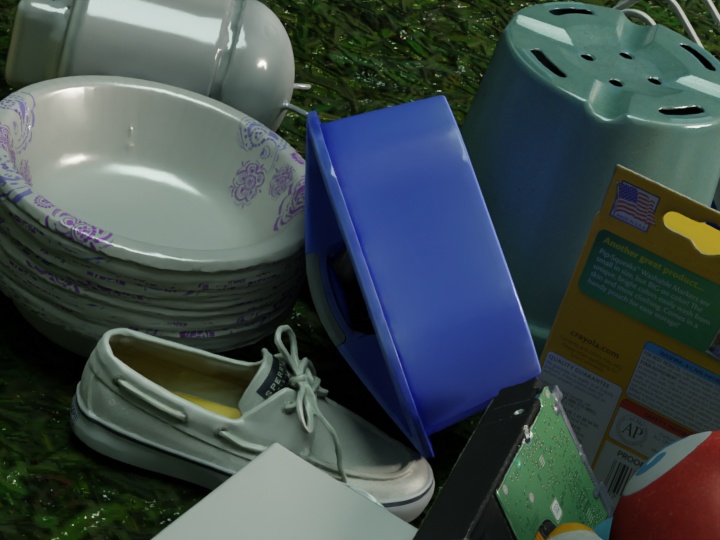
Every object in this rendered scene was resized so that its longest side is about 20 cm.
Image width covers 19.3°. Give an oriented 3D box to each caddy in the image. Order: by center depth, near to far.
[{"bbox_3d":[0.024,0.001,1.157,0.105,0.200,0.141,-19,-9,2],"label":"caddy"}]

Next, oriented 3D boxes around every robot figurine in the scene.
[{"bbox_3d":[-0.129,-0.136,1.396,0.200,0.113,0.170,14,33,-5],"label":"robot figurine"}]

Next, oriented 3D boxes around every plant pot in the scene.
[{"bbox_3d":[0.132,-0.047,1.306,0.200,0.196,0.200,12,31,-7],"label":"plant pot"}]

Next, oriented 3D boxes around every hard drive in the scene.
[{"bbox_3d":[0.080,0.158,1.029,0.038,0.140,0.200,-16,20,28],"label":"hard drive"}]

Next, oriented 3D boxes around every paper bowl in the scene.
[{"bbox_3d":[-0.128,-0.021,1.225,0.200,0.104,0.201,12,31,-7],"label":"paper bowl"}]

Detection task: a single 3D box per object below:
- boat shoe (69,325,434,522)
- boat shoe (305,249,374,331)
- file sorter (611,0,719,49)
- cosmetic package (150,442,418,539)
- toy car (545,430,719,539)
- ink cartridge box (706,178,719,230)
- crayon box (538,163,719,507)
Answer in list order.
[{"bbox_3d":[-0.049,0.072,1.133,0.202,0.086,0.075,18,32,-4],"label":"boat shoe"},{"bbox_3d":[0.001,-0.002,1.275,0.066,0.075,0.199,0,38,-43],"label":"boat shoe"},{"bbox_3d":[0.212,-0.134,1.494,0.200,0.139,0.125,-35,97,-52],"label":"file sorter"},{"bbox_3d":[-0.056,0.173,0.981,0.113,0.081,0.200,31,33,20],"label":"cosmetic package"},{"bbox_3d":[0.117,0.149,0.933,0.200,0.184,0.177,10,62,-28],"label":"toy car"},{"bbox_3d":[0.251,-0.038,1.345,0.044,0.200,0.094,11,32,-12],"label":"ink cartridge box"},{"bbox_3d":[0.173,0.043,1.180,0.126,0.200,0.052,27,32,15],"label":"crayon box"}]
